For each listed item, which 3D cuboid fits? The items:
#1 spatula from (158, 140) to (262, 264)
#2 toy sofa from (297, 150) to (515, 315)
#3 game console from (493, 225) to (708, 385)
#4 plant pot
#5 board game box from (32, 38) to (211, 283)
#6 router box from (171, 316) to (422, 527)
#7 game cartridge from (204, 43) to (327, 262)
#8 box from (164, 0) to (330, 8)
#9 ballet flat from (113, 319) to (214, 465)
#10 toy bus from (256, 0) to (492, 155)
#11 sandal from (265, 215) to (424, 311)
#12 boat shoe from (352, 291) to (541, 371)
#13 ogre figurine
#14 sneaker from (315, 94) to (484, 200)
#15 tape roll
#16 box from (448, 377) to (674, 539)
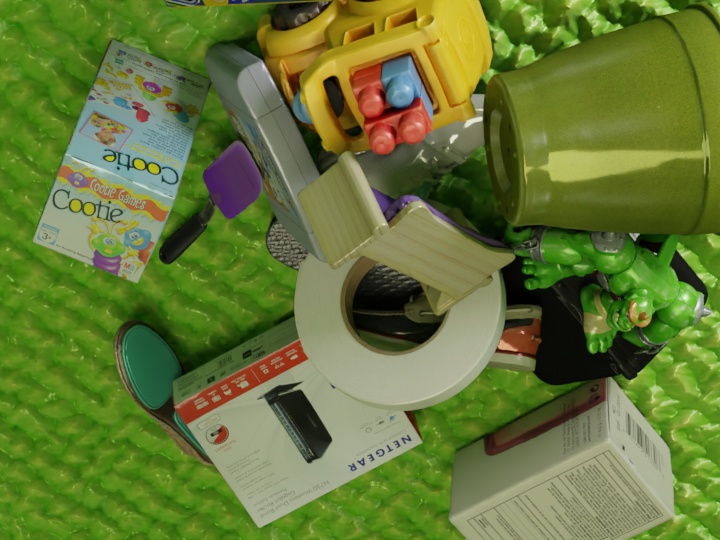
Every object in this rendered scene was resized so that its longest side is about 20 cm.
[{"bbox_3d":[-0.149,-0.053,1.763,0.057,0.020,0.200,59,142,10],"label":"spatula"},{"bbox_3d":[0.044,-0.038,1.608,0.097,0.083,0.200,-37,150,20],"label":"toy sofa"},{"bbox_3d":[0.207,0.006,1.801,0.176,0.116,0.200,-45,114,-2],"label":"game console"},{"bbox_3d":[0.210,-0.114,1.572,0.191,0.201,0.202,-9,126,-9],"label":"plant pot"},{"bbox_3d":[-0.213,-0.101,1.659,0.104,0.201,0.103,22,125,-9],"label":"board game box"},{"bbox_3d":[-0.063,0.144,1.881,0.199,0.049,0.180,-29,119,7],"label":"router box"},{"bbox_3d":[-0.076,-0.105,1.673,0.041,0.133,0.201,-27,113,-6],"label":"game cartridge"},{"bbox_3d":[-0.090,-0.268,1.553,0.199,0.070,0.065,4,134,42],"label":"box"},{"bbox_3d":[-0.207,0.127,1.904,0.067,0.068,0.201,11,140,51],"label":"ballet flat"},{"bbox_3d":[0.006,-0.164,1.598,0.198,0.193,0.136,-16,124,18],"label":"toy bus"},{"bbox_3d":[0.000,-0.001,1.810,0.200,0.043,0.076,37,114,-10],"label":"sandal"},{"bbox_3d":[0.076,0.053,1.771,0.198,0.071,0.063,7,82,9],"label":"boat shoe"},{"bbox_3d":[0.231,0.010,1.679,0.119,0.098,0.201,-14,118,51],"label":"ogre figurine"},{"bbox_3d":[0.052,-0.093,1.694,0.199,0.089,0.075,-21,147,25],"label":"sneaker"},{"bbox_3d":[0.036,0.030,1.726,0.201,0.205,0.037,-7,165,11],"label":"tape roll"},{"bbox_3d":[0.207,0.220,1.895,0.199,0.109,0.128,-29,118,24],"label":"box"}]
